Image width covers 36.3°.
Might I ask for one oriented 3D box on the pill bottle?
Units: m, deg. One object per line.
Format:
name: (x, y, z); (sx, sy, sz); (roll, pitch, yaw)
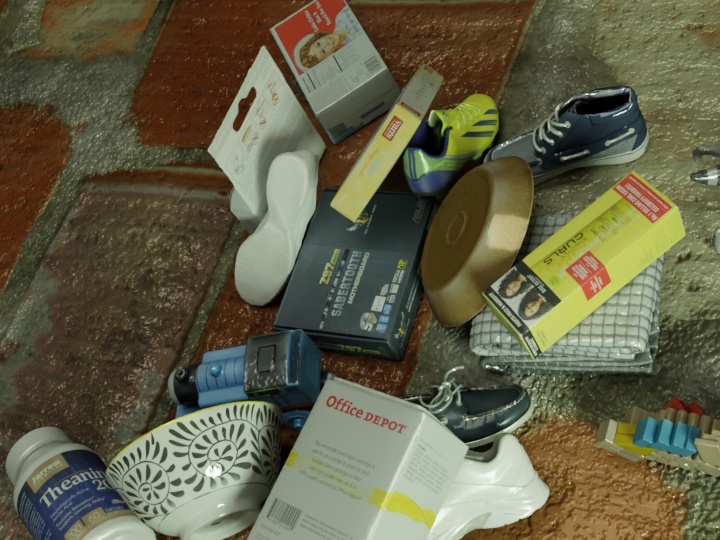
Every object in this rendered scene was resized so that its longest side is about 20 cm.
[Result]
pill bottle: (-0.325, 0.269, 1.246); (0.111, 0.111, 0.199); (-45, 52, -7)

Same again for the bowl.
bowl: (-0.159, 0.227, 1.153); (0.198, 0.201, 0.095); (-27, 66, 7)

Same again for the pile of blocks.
pile of blocks: (0.320, 0.149, 1.030); (0.197, 0.082, 0.063); (7, 63, 30)

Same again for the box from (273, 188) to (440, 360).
box: (0.000, 0.000, 1.300); (0.155, 0.051, 0.203); (5, 61, 29)

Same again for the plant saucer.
plant saucer: (0.117, -0.039, 1.203); (0.201, 0.035, 0.202); (-52, 24, 34)

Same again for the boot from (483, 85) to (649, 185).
boot: (0.229, -0.160, 1.268); (0.197, 0.091, 0.074); (-13, 55, 18)

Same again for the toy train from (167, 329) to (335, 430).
toy train: (-0.126, 0.131, 1.236); (0.197, 0.115, 0.088); (-10, 54, 19)

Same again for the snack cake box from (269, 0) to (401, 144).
snack cake box: (-0.034, -0.281, 1.489); (0.114, 0.067, 0.202); (-32, 51, 6)

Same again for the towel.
towel: (0.223, 0.026, 1.158); (0.197, 0.086, 0.168); (-1, 58, 27)

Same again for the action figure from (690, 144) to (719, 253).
action figure: (0.443, -0.082, 1.109); (0.191, 0.105, 0.203); (-18, 51, 26)

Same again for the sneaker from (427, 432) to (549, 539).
sneaker: (0.080, 0.218, 1.084); (0.197, 0.078, 0.101); (-24, 92, 0)

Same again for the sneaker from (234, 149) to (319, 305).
sneaker: (-0.091, -0.051, 1.348); (0.074, 0.088, 0.203); (27, 111, 13)

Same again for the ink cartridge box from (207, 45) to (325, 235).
ink cartridge box: (-0.125, -0.153, 1.364); (0.049, 0.201, 0.163); (9, 63, 32)

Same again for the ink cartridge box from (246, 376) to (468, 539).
ink cartridge box: (-0.006, 0.221, 1.040); (0.144, 0.083, 0.202); (13, 70, 46)

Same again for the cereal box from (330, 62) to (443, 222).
cereal box: (0.035, -0.154, 1.282); (0.145, 0.039, 0.200); (-56, 3, 25)

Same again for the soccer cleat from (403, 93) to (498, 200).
soccer cleat: (0.112, -0.166, 1.309); (0.064, 0.085, 0.201); (6, 40, 33)

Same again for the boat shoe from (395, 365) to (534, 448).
boat shoe: (0.081, 0.147, 1.148); (0.197, 0.063, 0.075); (-14, 20, 18)

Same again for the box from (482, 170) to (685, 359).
box: (0.222, -0.006, 1.091); (0.199, 0.050, 0.075); (-37, 48, -2)
